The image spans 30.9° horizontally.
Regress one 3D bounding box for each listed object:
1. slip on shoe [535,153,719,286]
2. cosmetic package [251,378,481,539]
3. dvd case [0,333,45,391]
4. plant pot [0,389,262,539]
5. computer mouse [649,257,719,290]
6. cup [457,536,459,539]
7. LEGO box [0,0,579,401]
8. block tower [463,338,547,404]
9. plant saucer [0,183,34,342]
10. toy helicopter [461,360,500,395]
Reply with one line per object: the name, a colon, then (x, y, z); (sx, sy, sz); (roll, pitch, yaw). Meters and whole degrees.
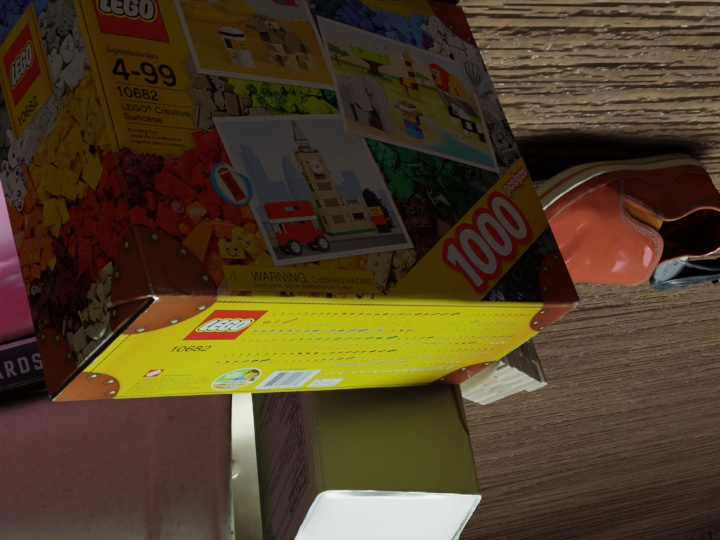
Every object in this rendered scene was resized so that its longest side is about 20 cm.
slip on shoe: (0.144, -0.021, 0.752); (0.200, 0.061, 0.074); (-14, 145, -37)
cosmetic package: (-0.008, 0.042, 0.610); (0.073, 0.200, 0.104); (4, 141, -17)
dvd case: (-0.201, 0.052, 0.704); (0.199, 0.025, 0.150); (-15, -178, -5)
plant pot: (-0.143, 0.135, 0.667); (0.183, 0.201, 0.201); (-4, 160, 1)
computer mouse: (0.284, -0.036, 0.909); (0.140, 0.046, 0.200); (-5, 163, -17)
cup: (-0.018, 0.170, 1.020); (0.143, 0.201, 0.200); (12, 152, -14)
LEGO box: (-0.030, -0.036, 0.495); (0.200, 0.149, 0.077); (2, 151, -42)
block tower: (0.080, 0.057, 0.969); (0.058, 0.054, 0.200); (-23, 159, 19)
plant saucer: (-0.184, -0.020, 0.564); (0.200, 0.051, 0.201); (-15, 161, -5)
toy helicopter: (-0.005, 0.061, 0.785); (0.200, 0.079, 0.132); (-10, -162, 36)
